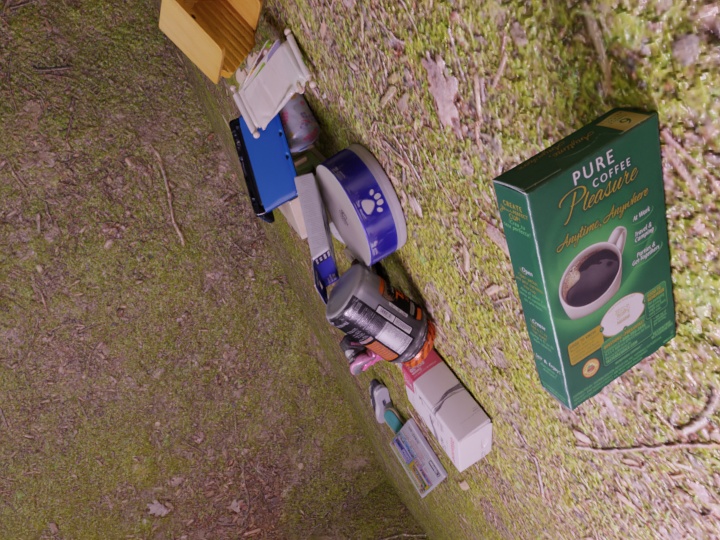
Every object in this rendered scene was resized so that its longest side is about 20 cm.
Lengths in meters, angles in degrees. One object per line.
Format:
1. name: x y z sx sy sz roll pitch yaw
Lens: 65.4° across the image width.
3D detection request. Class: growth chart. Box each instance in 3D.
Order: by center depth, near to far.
1. growth chart: -0.170 -0.348 1.040 0.198 0.017 0.149 -30 76 37

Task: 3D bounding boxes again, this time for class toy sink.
1. toy sink: -0.129 -0.192 1.240 0.201 0.128 0.114 50 164 43

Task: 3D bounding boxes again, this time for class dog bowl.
1. dog bowl: 0.000 -0.115 1.004 0.203 0.077 0.201 56 167 20

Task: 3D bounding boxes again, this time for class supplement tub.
1. supplement tub: 0.041 0.090 1.054 0.198 0.125 0.122 35 176 -20

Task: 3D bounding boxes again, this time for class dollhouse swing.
1. dollhouse swing: -0.228 -0.483 0.969 0.181 0.203 0.174 42 133 -23

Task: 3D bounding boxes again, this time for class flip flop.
1. flip flop: 0.000 0.000 1.295 0.200 0.057 0.083 43 159 55

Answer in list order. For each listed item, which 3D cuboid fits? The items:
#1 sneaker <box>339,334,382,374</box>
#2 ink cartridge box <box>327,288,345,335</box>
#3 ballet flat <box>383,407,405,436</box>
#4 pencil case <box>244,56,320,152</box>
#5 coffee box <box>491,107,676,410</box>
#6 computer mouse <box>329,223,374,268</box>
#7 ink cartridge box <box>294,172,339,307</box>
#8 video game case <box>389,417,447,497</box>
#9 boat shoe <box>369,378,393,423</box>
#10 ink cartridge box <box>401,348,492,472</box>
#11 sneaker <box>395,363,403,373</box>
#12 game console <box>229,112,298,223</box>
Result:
1. sneaker: 0.027 0.159 1.281 0.096 0.197 0.080 48 124 20
2. ink cartridge box: -0.010 0.133 1.559 0.149 0.082 0.199 66 167 -22
3. ballet flat: 0.150 0.557 1.909 0.203 0.068 0.070 57 168 26
4. pencil case: -0.161 -0.343 1.142 0.203 0.082 0.091 58 145 9
5. coffee box: 0.179 -0.004 0.434 0.044 0.121 0.204 42 159 59
6. computer mouse: -0.030 -0.083 1.268 0.200 0.043 0.112 39 154 60
7. ink cartridge box: -0.073 -0.048 1.054 0.200 0.039 0.207 77 -178 -75
8. video game case: 0.181 0.599 1.788 0.202 0.022 0.184 55 143 24
9. boat shoe: 0.066 0.462 1.991 0.068 0.070 0.204 45 157 43
10. ink cartridge box: 0.175 0.282 1.145 0.201 0.081 0.149 51 164 39
11. sneaker: 0.085 0.136 1.196 0.202 0.089 0.075 53 180 -20
12. game console: -0.183 -0.219 1.145 0.171 0.115 0.207 30 -137 -84
